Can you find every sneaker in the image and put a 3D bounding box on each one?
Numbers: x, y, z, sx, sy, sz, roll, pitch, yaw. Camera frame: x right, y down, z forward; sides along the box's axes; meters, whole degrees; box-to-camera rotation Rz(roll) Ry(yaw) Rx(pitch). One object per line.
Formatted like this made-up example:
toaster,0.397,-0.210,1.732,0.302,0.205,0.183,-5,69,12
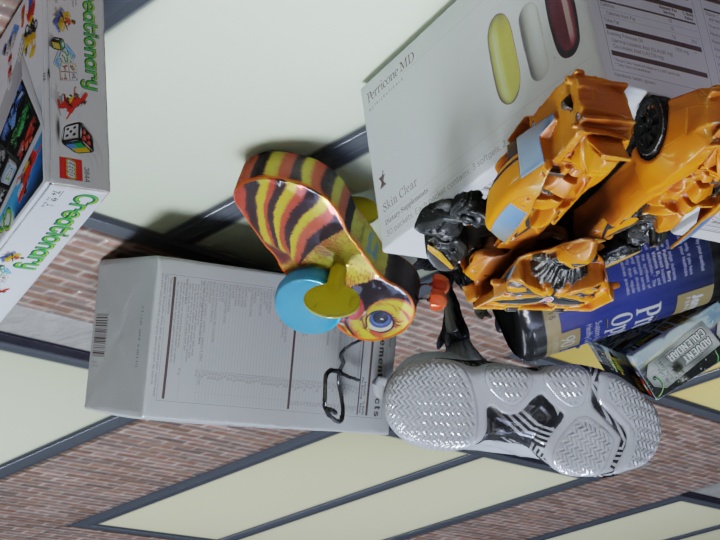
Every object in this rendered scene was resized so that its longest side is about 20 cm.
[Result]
sneaker,0.104,0.095,1.039,0.199,0.075,0.115,8,180,-12

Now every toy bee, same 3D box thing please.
toy bee,0.000,0.000,0.984,0.108,0.131,0.200,-13,143,16

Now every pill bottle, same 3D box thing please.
pill bottle,0.184,-0.020,0.992,0.199,0.112,0.112,-18,157,-4

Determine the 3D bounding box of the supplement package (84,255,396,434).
supplement package,-0.084,0.058,1.080,0.199,0.114,0.109,9,174,-31

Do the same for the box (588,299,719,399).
box,0.249,0.037,1.098,0.137,0.040,0.200,-32,-179,1

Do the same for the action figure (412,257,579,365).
action figure,0.116,0.024,1.109,0.119,0.102,0.200,-17,158,26

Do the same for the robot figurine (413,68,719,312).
robot figurine,0.112,-0.031,0.746,0.144,0.058,0.200,1,155,-17

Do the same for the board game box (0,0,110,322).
board game box,-0.188,-0.057,0.800,0.035,0.127,0.200,8,153,-30

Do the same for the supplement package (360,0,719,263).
supplement package,0.120,-0.090,0.829,0.155,0.111,0.200,8,152,-32

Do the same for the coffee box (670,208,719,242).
coffee box,0.278,-0.073,0.912,0.199,0.113,0.080,8,153,-33
